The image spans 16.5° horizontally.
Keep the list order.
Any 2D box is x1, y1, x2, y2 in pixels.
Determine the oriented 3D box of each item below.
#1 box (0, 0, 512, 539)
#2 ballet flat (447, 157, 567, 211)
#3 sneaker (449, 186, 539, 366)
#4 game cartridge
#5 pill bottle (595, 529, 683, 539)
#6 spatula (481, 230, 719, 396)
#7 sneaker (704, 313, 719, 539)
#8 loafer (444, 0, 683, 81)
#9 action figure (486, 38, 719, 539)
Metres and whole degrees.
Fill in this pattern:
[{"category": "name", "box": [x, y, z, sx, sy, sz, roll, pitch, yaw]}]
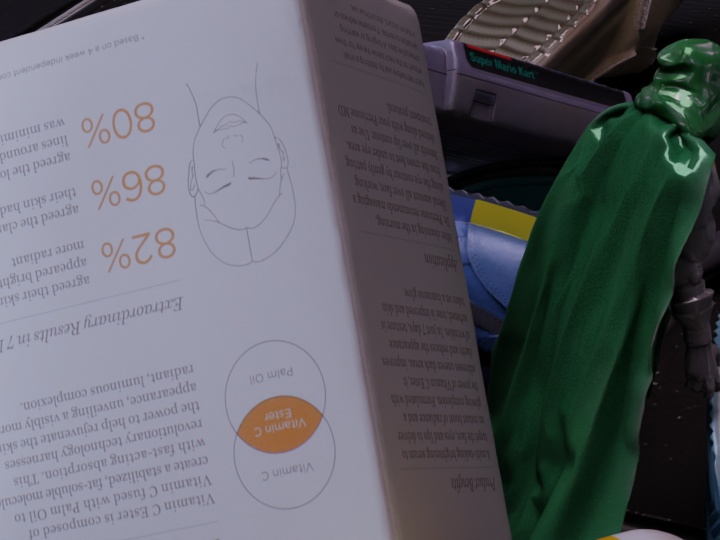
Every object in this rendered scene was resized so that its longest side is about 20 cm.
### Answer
[{"category": "box", "box": [-0.049, 0.018, 0.824, 0.151, 0.202, 0.106, -13, -8, 22]}, {"category": "ballet flat", "box": [0.026, -0.012, 1.058, 0.198, 0.074, 0.073, -16, 28, -8]}, {"category": "sneaker", "box": [0.000, 0.000, 0.972, 0.199, 0.079, 0.066, 17, -4, 27]}, {"category": "game cartridge", "box": [0.027, -0.064, 1.039, 0.129, 0.039, 0.199, -9, -11, 36]}, {"category": "pill bottle", "box": [0.052, 0.138, 0.726, 0.198, 0.105, 0.104, -15, 28, -9]}, {"category": "spatula", "box": [0.117, 0.015, 1.026, 0.199, 0.021, 0.056, -31, 33, -35]}, {"category": "sneaker", "box": [0.169, 0.046, 0.896, 0.080, 0.077, 0.200, 8, 36, 16]}, {"category": "loafer", "box": [0.112, -0.120, 1.238, 0.200, 0.069, 0.075, -44, 39, -23]}, {"category": "action figure", "box": [0.086, 0.017, 0.846, 0.054, 0.201, 0.118, 7, 20, -30]}]
